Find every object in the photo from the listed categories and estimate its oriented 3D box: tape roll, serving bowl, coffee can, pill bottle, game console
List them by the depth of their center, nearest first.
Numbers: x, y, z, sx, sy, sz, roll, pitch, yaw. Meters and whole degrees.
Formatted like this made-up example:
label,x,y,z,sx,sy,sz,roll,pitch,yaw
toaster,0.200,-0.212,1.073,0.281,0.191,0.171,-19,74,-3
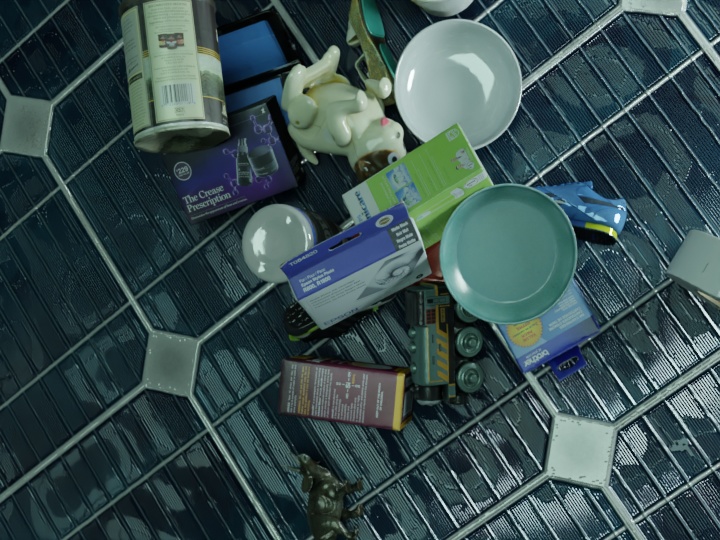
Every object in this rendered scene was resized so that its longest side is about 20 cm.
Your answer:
label,x,y,z,sx,sy,sz,roll,pitch,yaw
tape roll,0.522,0.025,1.210,0.200,0.202,0.072,33,97,12
coffee can,-0.276,-0.292,1.314,0.143,0.146,0.205,-8,86,13
pill bottle,-0.092,-0.037,1.355,0.111,0.199,0.117,0,89,18
serving bowl,0.148,-0.279,1.366,0.195,0.066,0.206,0,87,1
game console,-0.190,-0.293,1.430,0.196,0.116,0.180,-15,85,13

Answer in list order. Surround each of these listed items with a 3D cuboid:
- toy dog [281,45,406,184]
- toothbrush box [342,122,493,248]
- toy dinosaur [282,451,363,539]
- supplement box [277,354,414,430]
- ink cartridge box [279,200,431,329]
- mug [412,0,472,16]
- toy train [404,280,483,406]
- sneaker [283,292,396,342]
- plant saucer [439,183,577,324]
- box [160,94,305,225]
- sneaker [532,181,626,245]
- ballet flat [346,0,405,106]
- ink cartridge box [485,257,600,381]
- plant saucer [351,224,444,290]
label,x,y,z,sx,sy,sz,roll,pitch,yaw
toy dog,-0.019,-0.212,1.352,0.198,0.139,0.196,35,124,15
toothbrush box,0.093,-0.105,1.300,0.198,0.145,0.087,-32,67,11
toy dinosaur,-0.050,0.382,1.416,0.100,0.077,0.205,-9,92,25
supplement box,-0.019,0.188,1.382,0.195,0.110,0.088,6,90,13
ink cartridge box,0.000,0.000,1.262,0.196,0.200,0.041,-27,66,2
mug,0.109,-0.471,1.343,0.186,0.153,0.150,40,98,11
toy train,0.123,0.107,1.343,0.111,0.085,0.206,-3,96,-19
sneaker,-0.030,0.059,1.410,0.196,0.083,0.073,-20,57,9
plant saucer,0.212,-0.025,1.277,0.195,0.036,0.205,1,100,6
box,-0.207,-0.178,1.428,0.196,0.079,0.144,-18,104,13
sneaker,0.304,-0.102,1.341,0.196,0.066,0.080,17,77,14
ballet flat,0.013,-0.357,1.412,0.069,0.071,0.204,-22,84,12
ink cartridge box,0.271,0.062,1.335,0.135,0.076,0.203,-30,84,11
plant saucer,0.081,-0.069,1.402,0.195,0.037,0.205,12,92,13
